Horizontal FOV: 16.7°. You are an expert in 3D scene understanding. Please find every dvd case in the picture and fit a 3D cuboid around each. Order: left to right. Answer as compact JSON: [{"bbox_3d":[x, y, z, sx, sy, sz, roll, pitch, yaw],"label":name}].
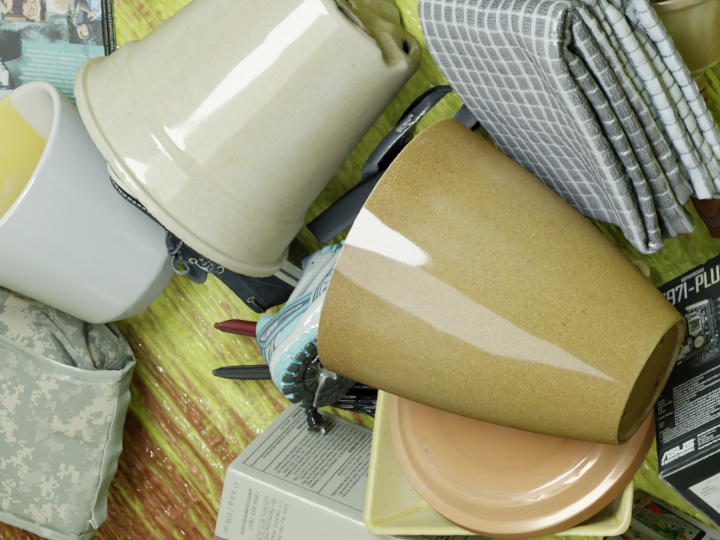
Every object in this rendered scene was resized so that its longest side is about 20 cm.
[{"bbox_3d":[-0.251,-0.186,1.839,0.145,0.022,0.201,6,111,22],"label":"dvd case"}]

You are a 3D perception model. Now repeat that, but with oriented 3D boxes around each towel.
[{"bbox_3d":[0.137,-0.110,1.594,0.165,0.086,0.200,17,144,56],"label":"towel"}]

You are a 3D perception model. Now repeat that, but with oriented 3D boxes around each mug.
[{"bbox_3d":[-0.219,-0.045,1.817,0.153,0.187,0.150,34,100,-31],"label":"mug"}]

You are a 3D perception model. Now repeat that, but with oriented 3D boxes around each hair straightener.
[{"bbox_3d":[-0.017,0.084,1.826,0.199,0.041,0.077,6,92,15],"label":"hair straightener"}]

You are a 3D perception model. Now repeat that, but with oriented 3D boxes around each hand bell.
[{"bbox_3d":[0.224,-0.112,1.633,0.104,0.104,0.201,-3,121,25],"label":"hand bell"}]

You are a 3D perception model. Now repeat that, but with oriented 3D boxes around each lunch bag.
[{"bbox_3d":[-0.266,0.103,1.902,0.199,0.117,0.165,25,117,19],"label":"lunch bag"}]

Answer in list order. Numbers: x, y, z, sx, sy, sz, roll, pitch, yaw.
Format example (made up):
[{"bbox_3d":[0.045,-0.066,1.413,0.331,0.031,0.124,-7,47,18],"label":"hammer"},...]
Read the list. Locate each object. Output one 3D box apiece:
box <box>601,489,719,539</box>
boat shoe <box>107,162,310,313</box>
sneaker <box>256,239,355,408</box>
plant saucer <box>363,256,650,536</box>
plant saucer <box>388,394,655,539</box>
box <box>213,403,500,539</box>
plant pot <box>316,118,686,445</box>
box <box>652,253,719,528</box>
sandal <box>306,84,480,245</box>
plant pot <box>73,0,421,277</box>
[{"bbox_3d":[0.261,0.233,1.720,0.199,0.110,0.035,27,118,13],"label":"box"},{"bbox_3d":[-0.113,-0.025,1.759,0.062,0.075,0.200,-40,134,18],"label":"boat shoe"},{"bbox_3d":[0.000,0.000,1.748,0.200,0.078,0.086,-43,45,1],"label":"sneaker"},{"bbox_3d":[0.110,0.095,1.725,0.199,0.048,0.201,-2,68,25],"label":"plant saucer"},{"bbox_3d":[0.110,0.084,1.684,0.199,0.032,0.201,-10,65,22],"label":"plant saucer"},{"bbox_3d":[0.005,0.198,1.811,0.199,0.128,0.109,21,118,16],"label":"box"},{"bbox_3d":[0.103,0.027,1.594,0.199,0.186,0.187,28,119,20],"label":"plant pot"},{"bbox_3d":[0.292,0.054,1.596,0.200,0.164,0.086,-30,129,30],"label":"box"},{"bbox_3d":[0.028,-0.085,1.721,0.200,0.076,0.043,-37,92,31],"label":"sandal"},{"bbox_3d":[-0.064,-0.130,1.694,0.183,0.200,0.201,-42,90,20],"label":"plant pot"}]
